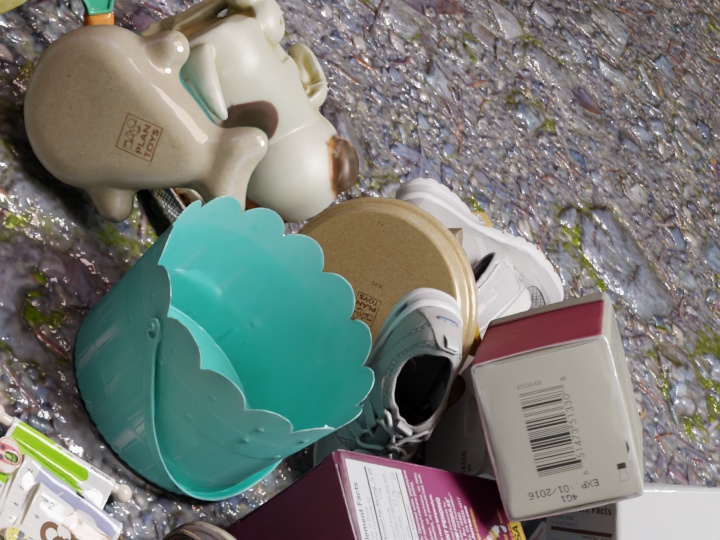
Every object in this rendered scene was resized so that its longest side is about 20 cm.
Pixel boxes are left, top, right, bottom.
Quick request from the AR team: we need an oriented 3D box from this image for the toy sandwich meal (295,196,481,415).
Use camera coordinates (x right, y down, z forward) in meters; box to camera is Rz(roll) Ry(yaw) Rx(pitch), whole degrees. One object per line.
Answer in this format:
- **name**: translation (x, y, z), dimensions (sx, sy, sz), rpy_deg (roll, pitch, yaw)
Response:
- **toy sandwich meal**: translation (0.017, 0.040, 1.448), dimensions (0.206, 0.204, 0.070), rpy_deg (62, 14, 14)

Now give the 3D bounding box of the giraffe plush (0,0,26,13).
- **giraffe plush**: translation (-0.273, -0.324, 1.444), dimensions (0.198, 0.174, 0.162), rpy_deg (-4, 36, -27)

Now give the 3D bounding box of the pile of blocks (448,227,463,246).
- **pile of blocks**: translation (0.000, 0.000, 1.528), dimensions (0.198, 0.082, 0.063), rpy_deg (-4, 96, -14)

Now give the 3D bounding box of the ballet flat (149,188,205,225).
- **ballet flat**: translation (-0.136, -0.066, 1.441), dimensions (0.201, 0.072, 0.072), rpy_deg (56, 33, 2)

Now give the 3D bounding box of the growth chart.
- **growth chart**: translation (-0.205, 0.199, 1.158), dimensions (0.144, 0.018, 0.201), rpy_deg (33, 39, -30)

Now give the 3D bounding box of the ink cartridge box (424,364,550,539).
- **ink cartridge box**: translation (0.154, 0.185, 1.560), dimensions (0.199, 0.084, 0.146), rpy_deg (35, 38, -26)

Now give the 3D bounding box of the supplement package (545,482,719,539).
- **supplement package**: translation (0.228, 0.278, 1.442), dimensions (0.116, 0.117, 0.202), rpy_deg (5, 84, -24)

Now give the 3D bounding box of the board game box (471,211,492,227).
- **board game box**: translation (0.113, 0.035, 1.692), dimensions (0.135, 0.035, 0.201), rpy_deg (2, 59, -51)

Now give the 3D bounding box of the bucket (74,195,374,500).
- **bucket**: translation (-0.104, 0.063, 1.300), dimensions (0.206, 0.135, 0.208), rpy_deg (31, 39, -29)

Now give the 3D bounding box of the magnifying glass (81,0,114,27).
- **magnifying glass**: translation (-0.213, -0.230, 1.409), dimensions (0.079, 0.201, 0.022), rpy_deg (-11, 33, -20)

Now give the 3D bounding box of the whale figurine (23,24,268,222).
- **whale figurine**: translation (-0.163, -0.112, 1.363), dimensions (0.199, 0.160, 0.104), rpy_deg (23, 13, 11)

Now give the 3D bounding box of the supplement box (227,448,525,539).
- **supplement box**: translation (0.020, 0.220, 1.317), dimensions (0.199, 0.131, 0.104), rpy_deg (16, 48, -42)

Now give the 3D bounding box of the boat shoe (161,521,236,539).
- **boat shoe**: translation (-0.090, 0.266, 1.189), dimensions (0.073, 0.074, 0.201), rpy_deg (-8, 65, -54)

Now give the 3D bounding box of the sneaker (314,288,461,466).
- **sneaker**: translation (0.019, 0.113, 1.347), dimensions (0.074, 0.201, 0.082), rpy_deg (17, 23, -15)

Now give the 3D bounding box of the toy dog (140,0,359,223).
- **toy dog**: translation (-0.081, -0.138, 1.500), dimensions (0.201, 0.139, 0.194), rpy_deg (58, 2, -23)

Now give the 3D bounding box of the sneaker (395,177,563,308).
- **sneaker**: translation (0.104, -0.001, 1.634), dimensions (0.199, 0.075, 0.082), rpy_deg (32, 54, -20)

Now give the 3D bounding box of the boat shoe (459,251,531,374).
- **boat shoe**: translation (0.071, 0.054, 1.535), dimensions (0.200, 0.072, 0.069), rpy_deg (-38, 101, -25)

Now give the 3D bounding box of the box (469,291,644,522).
- **box**: translation (0.159, 0.104, 1.380), dimensions (0.200, 0.108, 0.129), rpy_deg (-43, 119, -78)
